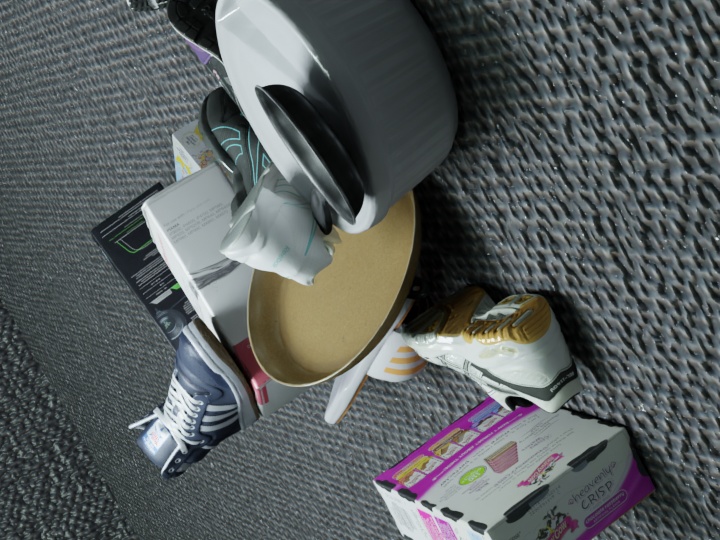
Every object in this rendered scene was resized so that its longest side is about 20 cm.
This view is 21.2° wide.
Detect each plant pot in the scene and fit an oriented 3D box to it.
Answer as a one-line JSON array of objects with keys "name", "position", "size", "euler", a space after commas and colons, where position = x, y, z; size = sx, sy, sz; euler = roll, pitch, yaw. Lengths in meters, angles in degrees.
[{"name": "plant pot", "position": [-0.017, 0.000, 1.520], "size": [0.027, 0.201, 0.200], "euler": [25, -177, -36]}]

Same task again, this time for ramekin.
[{"name": "ramekin", "position": [-0.013, -0.136, 1.385], "size": [0.203, 0.094, 0.203], "euler": [49, 160, 25]}]

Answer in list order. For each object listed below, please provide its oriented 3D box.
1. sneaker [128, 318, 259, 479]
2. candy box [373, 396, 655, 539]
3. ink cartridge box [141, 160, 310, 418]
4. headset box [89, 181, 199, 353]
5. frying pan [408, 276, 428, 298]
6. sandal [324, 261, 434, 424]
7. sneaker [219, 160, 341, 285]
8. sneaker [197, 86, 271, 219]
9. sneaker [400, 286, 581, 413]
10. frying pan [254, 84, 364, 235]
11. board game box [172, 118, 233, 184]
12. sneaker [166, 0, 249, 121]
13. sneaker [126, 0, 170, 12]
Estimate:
[{"name": "sneaker", "position": [-0.155, 0.119, 1.701], "size": [0.070, 0.108, 0.200], "euler": [53, 171, 22]}, {"name": "candy box", "position": [0.114, 0.165, 1.472], "size": [0.061, 0.136, 0.200], "euler": [61, 162, -16]}, {"name": "ink cartridge box", "position": [-0.110, 0.019, 1.748], "size": [0.201, 0.085, 0.146], "euler": [56, 171, 12]}, {"name": "headset box", "position": [-0.180, 0.033, 2.036], "size": [0.200, 0.093, 0.174], "euler": [53, 174, 15]}, {"name": "frying pan", "position": [-0.010, 0.013, 1.564], "size": [0.031, 0.115, 0.190], "euler": [27, -164, -25]}, {"name": "sandal", "position": [0.028, 0.065, 1.617], "size": [0.059, 0.079, 0.207], "euler": [21, 138, -7]}, {"name": "sneaker", "position": [-0.057, -0.034, 1.490], "size": [0.080, 0.071, 0.200], "euler": [32, -163, -7]}, {"name": "sneaker", "position": [-0.081, -0.097, 1.675], "size": [0.075, 0.079, 0.201], "euler": [30, -153, -45]}, {"name": "sneaker", "position": [0.097, 0.067, 1.457], "size": [0.088, 0.075, 0.200], "euler": [58, 165, -15]}, {"name": "frying pan", "position": [-0.020, -0.060, 1.326], "size": [0.115, 0.031, 0.190], "euler": [49, 173, 40]}, {"name": "board game box", "position": [-0.115, -0.038, 1.896], "size": [0.200, 0.034, 0.135], "euler": [50, 160, 23]}, {"name": "sneaker", "position": [-0.077, -0.158, 1.582], "size": [0.200, 0.076, 0.088], "euler": [51, 175, 31]}, {"name": "sneaker", "position": [-0.168, -0.290, 1.605], "size": [0.200, 0.073, 0.080], "euler": [109, 141, -61]}]
